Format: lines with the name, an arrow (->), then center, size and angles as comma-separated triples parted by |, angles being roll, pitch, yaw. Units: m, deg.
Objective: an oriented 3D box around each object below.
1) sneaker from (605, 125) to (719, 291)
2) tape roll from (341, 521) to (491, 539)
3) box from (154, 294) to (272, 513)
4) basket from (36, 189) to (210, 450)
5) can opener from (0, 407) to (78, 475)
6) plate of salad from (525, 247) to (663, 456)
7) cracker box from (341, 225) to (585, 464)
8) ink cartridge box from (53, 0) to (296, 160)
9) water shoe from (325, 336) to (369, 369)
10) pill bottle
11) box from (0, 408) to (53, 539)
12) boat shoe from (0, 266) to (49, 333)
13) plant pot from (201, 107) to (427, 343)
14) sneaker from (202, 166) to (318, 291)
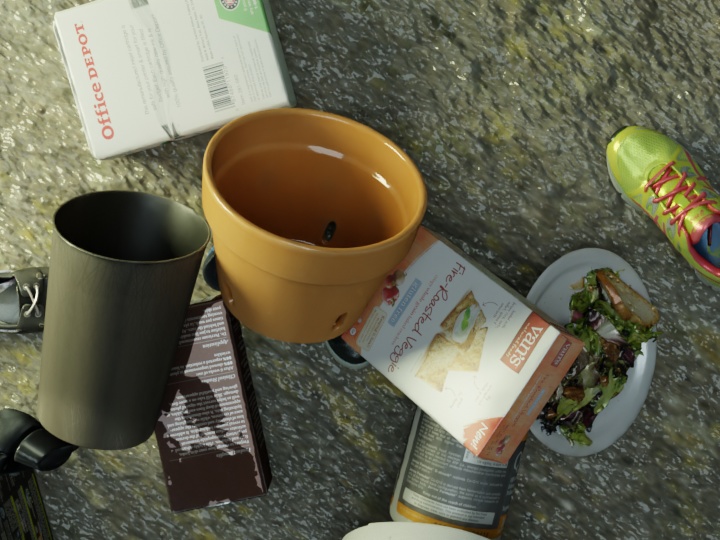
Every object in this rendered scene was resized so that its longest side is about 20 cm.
sneaker -> 0.317, -0.062, 1.329 | 0.078, 0.090, 0.200 | -43, 92, 7
tape roll -> 0.071, 0.302, 1.332 | 0.201, 0.203, 0.037 | 14, 57, 0
box -> -0.156, 0.129, 1.374 | 0.099, 0.075, 0.202 | -10, 94, 3
basket -> -0.225, 0.049, 1.260 | 0.135, 0.180, 0.202 | 17, 112, 7
can opener -> -0.308, 0.167, 1.319 | 0.078, 0.200, 0.064 | 37, 91, 5
plate of salad -> 0.224, 0.080, 1.322 | 0.199, 0.048, 0.203 | -4, 97, -37
cracker box -> 0.090, 0.064, 1.269 | 0.200, 0.058, 0.135 | 38, 99, 36
ink cartridge box -> -0.177, -0.203, 1.331 | 0.198, 0.084, 0.148 | -15, 95, 4
water shoe -> 0.000, 0.000, 1.350 | 0.071, 0.079, 0.202 | 9, 96, 1
pill bottle -> 0.105, 0.161, 1.345 | 0.115, 0.116, 0.202 | 15, 96, 0
box -> -0.350, 0.251, 1.348 | 0.044, 0.160, 0.202 | -14, 96, 2
boat shoe -> -0.366, 0.033, 1.376 | 0.198, 0.057, 0.068 | -2, 96, 2
plant pot -> -0.052, -0.032, 1.238 | 0.198, 0.201, 0.141 | 16, 130, 0
sneaker -> -0.079, -0.060, 1.358 | 0.200, 0.079, 0.066 | -43, 123, 9
